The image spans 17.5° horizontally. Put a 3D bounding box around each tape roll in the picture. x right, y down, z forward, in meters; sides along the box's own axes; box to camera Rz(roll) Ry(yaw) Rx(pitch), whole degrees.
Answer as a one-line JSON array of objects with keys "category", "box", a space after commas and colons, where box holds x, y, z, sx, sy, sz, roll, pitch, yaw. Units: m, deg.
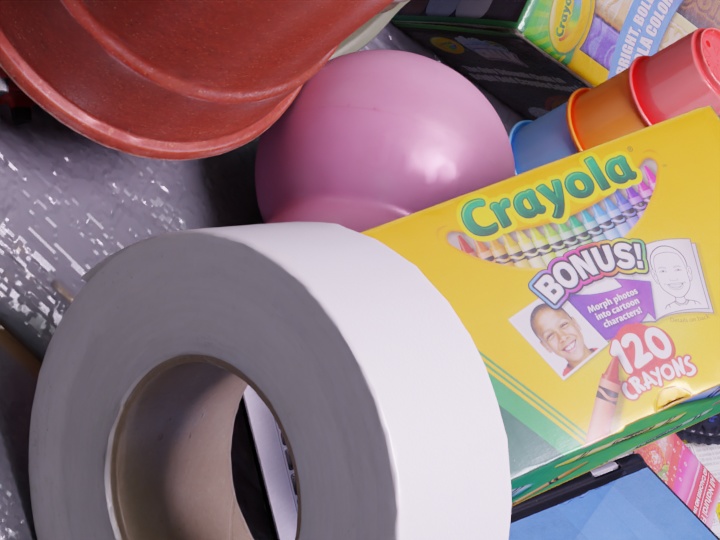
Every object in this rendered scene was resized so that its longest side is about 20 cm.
[{"category": "tape roll", "box": [-0.040, 0.081, 0.913, 0.071, 0.202, 0.204, -6, 73, -48]}]

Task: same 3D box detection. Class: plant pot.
[{"category": "plant pot", "box": [-0.042, -0.171, 0.956, 0.200, 0.195, 0.202, 14, 66, -34]}]

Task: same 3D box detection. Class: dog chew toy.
[{"category": "dog chew toy", "box": [0.000, 0.000, 1.074, 0.124, 0.124, 0.201, 32, 59, -31]}]

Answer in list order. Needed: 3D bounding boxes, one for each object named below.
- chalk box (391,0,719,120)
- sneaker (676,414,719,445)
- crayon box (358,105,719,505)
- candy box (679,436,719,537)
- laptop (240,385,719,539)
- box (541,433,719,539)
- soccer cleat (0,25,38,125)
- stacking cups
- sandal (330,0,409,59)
[{"category": "chalk box", "box": [0.110, -0.157, 1.248, 0.199, 0.124, 0.124, 33, 80, -33]}, {"category": "sneaker", "box": [0.130, 0.039, 1.249, 0.199, 0.066, 0.079, 16, 24, -32]}, {"category": "crayon box", "box": [0.093, 0.018, 0.986, 0.199, 0.058, 0.119, -21, 72, -28]}, {"category": "candy box", "box": [0.210, 0.140, 1.294, 0.199, 0.026, 0.103, -1, 67, -49]}, {"category": "laptop", "box": [0.066, 0.085, 0.982, 0.186, 0.116, 0.202, -18, 99, -28]}, {"category": "box", "box": [0.089, 0.153, 1.097, 0.103, 0.094, 0.201, 46, 41, -19]}, {"category": "soccer cleat", "box": [-0.114, -0.106, 1.049, 0.199, 0.068, 0.086, 1, 72, -43]}, {"category": "stacking cups", "box": [0.107, -0.056, 1.157, 0.060, 0.199, 0.061, 28, 48, -37]}, {"category": "sandal", "box": [0.012, -0.163, 1.142, 0.080, 0.200, 0.057, 59, 2, 2]}]
